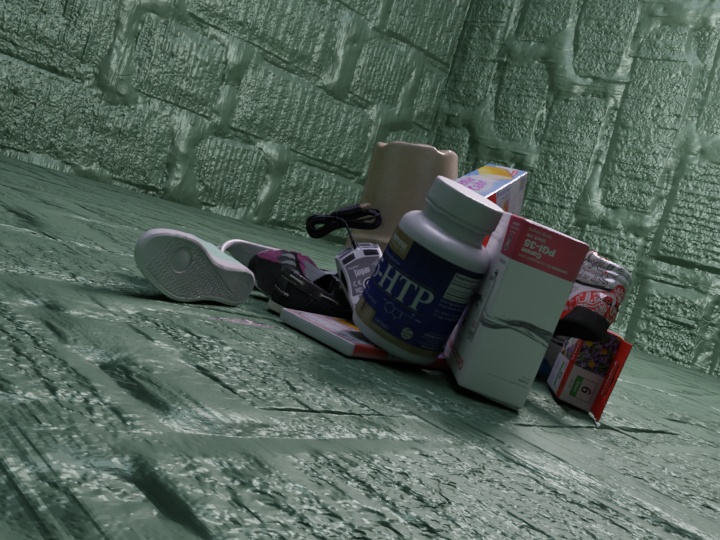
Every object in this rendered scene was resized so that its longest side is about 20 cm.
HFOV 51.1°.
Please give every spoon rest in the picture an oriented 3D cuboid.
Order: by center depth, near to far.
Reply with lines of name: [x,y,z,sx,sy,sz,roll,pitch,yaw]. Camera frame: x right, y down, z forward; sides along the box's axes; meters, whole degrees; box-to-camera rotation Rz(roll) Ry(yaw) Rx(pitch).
spoon rest: [-0.165,-0.011,1.169,0.099,0.061,0.199,-23,-14,26]

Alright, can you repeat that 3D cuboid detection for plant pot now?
plant pot: [0.075,-0.097,1.165,0.198,0.186,0.200,8,3,0]

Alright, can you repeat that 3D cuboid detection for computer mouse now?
computer mouse: [0.000,0.000,1.042,0.108,0.202,0.044,-14,-27,-9]

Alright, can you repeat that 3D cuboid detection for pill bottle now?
pill bottle: [0.083,-0.003,0.896,0.119,0.202,0.120,25,14,-7]

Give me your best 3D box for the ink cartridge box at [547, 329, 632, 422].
ink cartridge box: [0.304,0.127,1.015,0.050,0.110,0.200,23,4,7]

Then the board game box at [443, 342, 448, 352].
board game box: [0.135,0.058,1.094,0.134,0.035,0.200,7,23,-27]

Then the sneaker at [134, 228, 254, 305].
sneaker: [-0.226,-0.014,0.907,0.117,0.074,0.200,27,-2,28]

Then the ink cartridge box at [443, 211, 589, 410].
ink cartridge box: [0.177,0.042,0.889,0.082,0.202,0.147,21,7,-4]

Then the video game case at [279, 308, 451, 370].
video game case: [0.013,0.089,0.961,0.199,0.018,0.142,14,5,-43]

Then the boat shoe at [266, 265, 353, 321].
boat shoe: [-0.039,0.042,1.058,0.199,0.068,0.071,16,2,-45]

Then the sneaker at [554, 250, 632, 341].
sneaker: [0.274,0.028,1.015,0.067,0.108,0.201,42,-14,-24]

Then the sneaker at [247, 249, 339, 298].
sneaker: [-0.086,0.026,1.150,0.198,0.081,0.086,20,-15,-28]

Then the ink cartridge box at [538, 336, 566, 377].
ink cartridge box: [0.325,0.080,1.170,0.115,0.202,0.067,18,41,20]

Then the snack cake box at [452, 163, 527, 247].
snack cake box: [0.172,-0.075,1.076,0.067,0.116,0.200,16,23,24]
